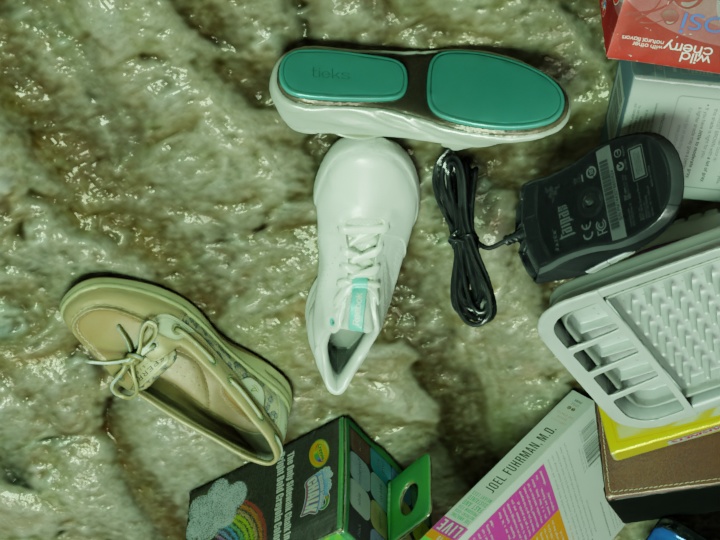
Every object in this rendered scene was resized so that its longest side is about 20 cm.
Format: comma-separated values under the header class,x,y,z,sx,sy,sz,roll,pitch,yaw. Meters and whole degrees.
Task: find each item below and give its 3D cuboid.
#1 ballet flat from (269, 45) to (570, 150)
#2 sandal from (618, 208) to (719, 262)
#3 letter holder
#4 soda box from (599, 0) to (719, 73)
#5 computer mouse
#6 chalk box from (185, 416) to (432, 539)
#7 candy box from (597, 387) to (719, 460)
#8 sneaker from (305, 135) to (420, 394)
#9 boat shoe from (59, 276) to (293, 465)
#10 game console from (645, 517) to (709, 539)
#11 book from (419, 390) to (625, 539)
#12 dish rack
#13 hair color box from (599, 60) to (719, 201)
class,x,y,z,sx,sy,sz,roll,pitch,yaw
ballet flat,0.039,-0.111,1.602,0.199,0.070,0.070,5,131,1
sandal,0.241,-0.004,1.652,0.082,0.050,0.202,17,154,-33
letter holder,0.275,0.096,1.765,0.199,0.143,0.101,-9,163,11
soda box,0.258,-0.166,1.545,0.199,0.064,0.070,8,132,-7
computer mouse,0.134,-0.056,1.600,0.200,0.141,0.046,-30,152,35
chalk box,-0.021,0.208,1.834,0.200,0.125,0.124,-27,126,23
candy box,0.262,0.059,1.713,0.199,0.103,0.026,-17,163,9
sneaker,0.000,0.000,1.675,0.075,0.089,0.200,5,131,-3
boat shoe,-0.131,0.072,1.755,0.200,0.063,0.073,30,126,-23
game console,0.312,0.227,1.871,0.170,0.118,0.200,32,159,9
book,0.117,0.202,1.800,0.048,0.200,0.134,25,145,40
dish rack,0.234,0.028,1.621,0.199,0.044,0.172,-20,139,22
hair color box,0.268,-0.099,1.607,0.199,0.061,0.099,6,132,-4
